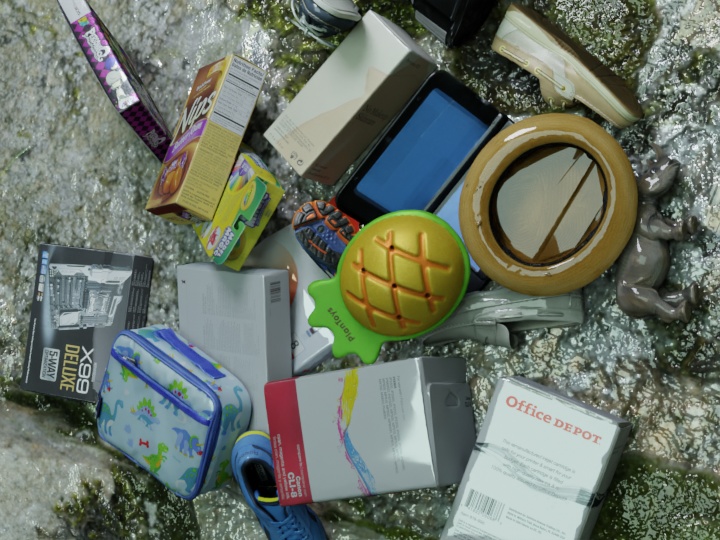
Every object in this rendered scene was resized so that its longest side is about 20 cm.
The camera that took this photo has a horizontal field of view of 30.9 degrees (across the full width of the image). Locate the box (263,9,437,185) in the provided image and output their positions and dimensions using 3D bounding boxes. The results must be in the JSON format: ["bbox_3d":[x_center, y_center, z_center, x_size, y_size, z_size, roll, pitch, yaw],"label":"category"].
[{"bbox_3d":[-0.012,-0.205,1.559,0.200,0.095,0.078,-48,69,16],"label":"box"}]

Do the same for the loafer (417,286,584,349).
[{"bbox_3d":[0.156,0.056,1.468,0.199,0.070,0.070,-19,71,22],"label":"loafer"}]

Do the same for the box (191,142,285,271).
[{"bbox_3d":[-0.152,-0.081,1.579,0.118,0.048,0.200,-58,24,11],"label":"box"}]

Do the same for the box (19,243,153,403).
[{"bbox_3d":[-0.364,0.071,1.728,0.157,0.050,0.201,7,88,26],"label":"box"}]

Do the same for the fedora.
[{"bbox_3d":[0.206,-0.072,1.421,0.199,0.082,0.202,1,96,11],"label":"fedora"}]

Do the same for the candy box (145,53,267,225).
[{"bbox_3d":[-0.192,-0.160,1.608,0.116,0.056,0.201,-4,63,62],"label":"candy box"}]

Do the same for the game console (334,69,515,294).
[{"bbox_3d":[0.105,-0.091,1.479,0.176,0.116,0.200,45,105,22],"label":"game console"}]

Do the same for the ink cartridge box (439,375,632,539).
[{"bbox_3d":[0.193,0.231,1.424,0.146,0.083,0.201,22,95,21],"label":"ink cartridge box"}]

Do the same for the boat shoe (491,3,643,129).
[{"bbox_3d":[0.230,-0.218,1.462,0.200,0.074,0.067,46,118,23],"label":"boat shoe"}]

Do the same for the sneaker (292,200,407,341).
[{"bbox_3d":[0.000,0.000,1.527,0.075,0.078,0.200,-40,89,-7],"label":"sneaker"}]

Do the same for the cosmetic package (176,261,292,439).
[{"bbox_3d":[-0.153,0.095,1.586,0.150,0.052,0.201,5,101,37],"label":"cosmetic package"}]

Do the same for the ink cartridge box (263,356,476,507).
[{"bbox_3d":[0.017,0.181,1.481,0.199,0.145,0.146,-12,81,25],"label":"ink cartridge box"}]

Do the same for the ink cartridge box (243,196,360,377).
[{"bbox_3d":[-0.048,0.010,1.582,0.200,0.050,0.163,-40,71,21],"label":"ink cartridge box"}]

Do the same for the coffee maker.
[{"bbox_3d":[0.064,-0.376,1.483,0.199,0.192,0.135,32,67,17],"label":"coffee maker"}]

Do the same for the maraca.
[{"bbox_3d":[0.030,0.019,1.441,0.200,0.107,0.137,-39,89,18],"label":"maraca"}]

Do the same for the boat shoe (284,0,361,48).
[{"bbox_3d":[-0.045,-0.303,1.533,0.075,0.200,0.062,39,103,-12],"label":"boat shoe"}]

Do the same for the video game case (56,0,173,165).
[{"bbox_3d":[-0.300,-0.238,1.644,0.036,0.200,0.182,-31,72,-1],"label":"video game case"}]

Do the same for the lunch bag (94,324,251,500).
[{"bbox_3d":[-0.230,0.166,1.581,0.200,0.082,0.162,33,115,30],"label":"lunch bag"}]

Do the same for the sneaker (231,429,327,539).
[{"bbox_3d":[-0.095,0.285,1.524,0.066,0.078,0.201,-25,108,4],"label":"sneaker"}]

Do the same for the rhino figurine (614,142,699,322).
[{"bbox_3d":[0.315,-0.041,1.405,0.087,0.060,0.201,-5,80,33],"label":"rhino figurine"}]
